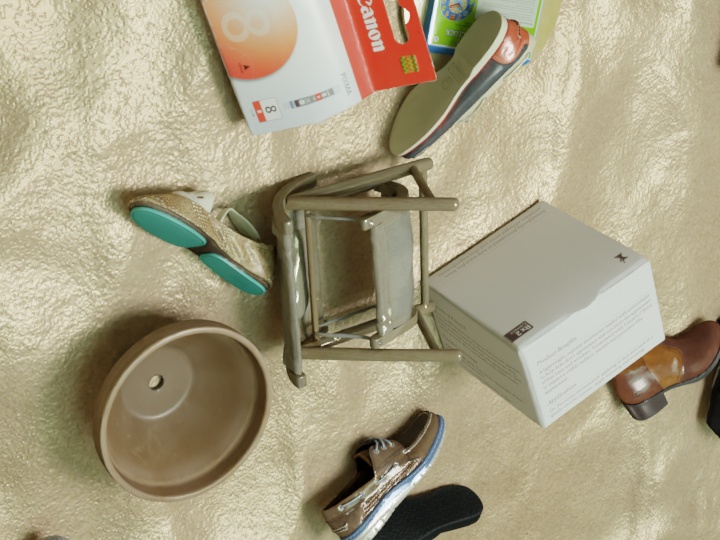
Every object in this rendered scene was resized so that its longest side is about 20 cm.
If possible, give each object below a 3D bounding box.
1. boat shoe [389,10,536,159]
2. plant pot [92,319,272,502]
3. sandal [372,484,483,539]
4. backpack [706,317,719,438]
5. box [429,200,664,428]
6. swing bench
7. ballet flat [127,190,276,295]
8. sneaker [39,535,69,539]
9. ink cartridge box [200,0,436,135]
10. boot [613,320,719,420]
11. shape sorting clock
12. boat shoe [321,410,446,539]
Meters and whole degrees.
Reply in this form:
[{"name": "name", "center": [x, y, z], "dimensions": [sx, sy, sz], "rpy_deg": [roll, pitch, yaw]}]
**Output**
[{"name": "boat shoe", "center": [0.110, -0.195, 1.572], "dimensions": [0.062, 0.071, 0.200], "rpy_deg": [21, 119, -40]}, {"name": "plant pot", "center": [-0.202, 0.137, 1.524], "dimensions": [0.200, 0.093, 0.202], "rpy_deg": [-15, 119, -30]}, {"name": "sandal", "center": [0.069, 0.324, 1.816], "dimensions": [0.199, 0.075, 0.048], "rpy_deg": [-5, 132, -33]}, {"name": "backpack", "center": [0.583, 0.164, 2.045], "dimensions": [0.126, 0.167, 0.201], "rpy_deg": [-5, 120, -38]}, {"name": "box", "center": [0.218, 0.047, 1.704], "dimensions": [0.198, 0.200, 0.131], "rpy_deg": [-33, 128, -17]}, {"name": "swing bench", "center": [0.000, 0.000, 1.573], "dimensions": [0.199, 0.130, 0.200], "rpy_deg": [-8, 118, -10]}, {"name": "ballet flat", "center": [-0.161, -0.044, 1.498], "dimensions": [0.200, 0.070, 0.066], "rpy_deg": [38, 60, -42]}, {"name": "sneaker", "center": [-0.336, 0.379, 1.558], "dimensions": [0.115, 0.075, 0.201], "rpy_deg": [21, 104, -40]}, {"name": "ink cartridge box", "center": [-0.040, -0.226, 1.424], "dimensions": [0.199, 0.050, 0.163], "rpy_deg": [-8, 126, 17]}, {"name": "boot", "center": [0.397, 0.076, 1.947], "dimensions": [0.188, 0.068, 0.201], "rpy_deg": [-35, 120, -7]}, {"name": "shape sorting clock", "center": [0.135, -0.303, 1.585], "dimensions": [0.199, 0.039, 0.201], "rpy_deg": [-8, 110, -23]}, {"name": "boat shoe", "center": [0.029, 0.241, 1.742], "dimensions": [0.072, 0.072, 0.200], "rpy_deg": [45, 65, -15]}]
